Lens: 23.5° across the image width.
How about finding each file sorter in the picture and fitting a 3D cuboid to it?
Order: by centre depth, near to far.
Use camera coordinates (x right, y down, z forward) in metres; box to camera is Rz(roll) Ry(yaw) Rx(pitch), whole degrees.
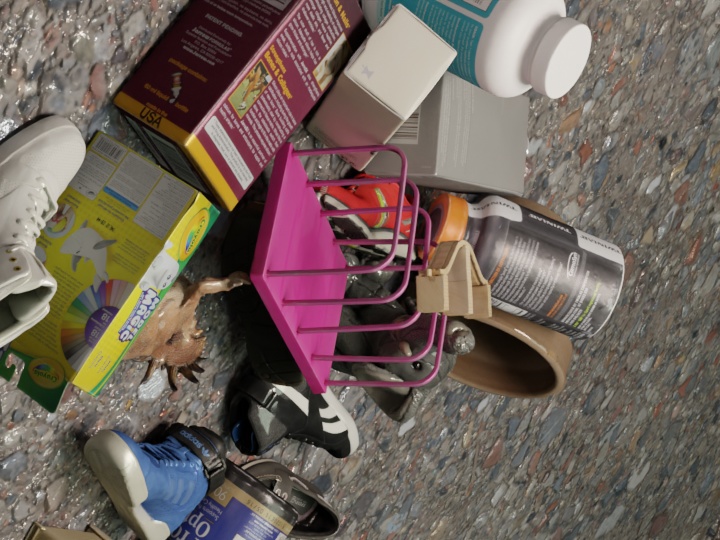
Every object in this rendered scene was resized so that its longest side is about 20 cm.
[{"bbox_3d":[0.000,0.000,1.533,0.201,0.124,0.140,65,29,-53],"label":"file sorter"}]

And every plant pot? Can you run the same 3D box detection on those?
[{"bbox_3d":[0.157,0.020,1.903,0.201,0.198,0.176,66,43,-57],"label":"plant pot"}]

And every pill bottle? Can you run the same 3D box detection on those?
[{"bbox_3d":[0.106,-0.225,1.542,0.111,0.199,0.111,-39,146,-32],"label":"pill bottle"},{"bbox_3d":[-0.158,0.290,1.696,0.201,0.111,0.112,-55,152,-9],"label":"pill bottle"},{"bbox_3d":[0.158,-0.011,1.746,0.198,0.106,0.107,21,102,-17],"label":"pill bottle"}]

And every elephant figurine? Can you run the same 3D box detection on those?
[{"bbox_3d":[0.039,0.079,1.723,0.155,0.199,0.143,2,115,-59],"label":"elephant figurine"}]

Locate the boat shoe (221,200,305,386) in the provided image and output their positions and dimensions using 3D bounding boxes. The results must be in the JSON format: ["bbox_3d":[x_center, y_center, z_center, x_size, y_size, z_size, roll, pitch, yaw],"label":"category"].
[{"bbox_3d":[-0.078,0.015,1.614,0.074,0.075,0.201,-56,150,-43],"label":"boat shoe"}]

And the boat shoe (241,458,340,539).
[{"bbox_3d":[-0.079,0.248,1.844,0.067,0.057,0.200,-59,152,-1],"label":"boat shoe"}]

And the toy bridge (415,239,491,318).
[{"bbox_3d":[0.085,0.007,1.553,0.200,0.027,0.068,13,74,-73],"label":"toy bridge"}]

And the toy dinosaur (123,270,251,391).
[{"bbox_3d":[-0.182,0.044,1.461,0.199,0.086,0.136,-4,127,-51],"label":"toy dinosaur"}]

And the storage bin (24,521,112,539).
[{"bbox_3d":[-0.243,0.359,1.528,0.200,0.199,0.094,-60,151,2],"label":"storage bin"}]

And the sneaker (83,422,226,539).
[{"bbox_3d":[-0.180,0.171,1.580,0.111,0.077,0.201,-43,152,-18],"label":"sneaker"}]

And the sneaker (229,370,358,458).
[{"bbox_3d":[-0.077,0.156,1.756,0.112,0.073,0.201,-46,141,-17],"label":"sneaker"}]

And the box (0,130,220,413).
[{"bbox_3d":[-0.210,0.005,1.335,0.201,0.117,0.048,-55,151,-7],"label":"box"}]

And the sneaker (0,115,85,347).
[{"bbox_3d":[-0.245,-0.019,1.256,0.200,0.115,0.074,-49,149,-22],"label":"sneaker"}]

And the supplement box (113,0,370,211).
[{"bbox_3d":[-0.092,-0.167,1.396,0.201,0.085,0.111,-53,152,-13],"label":"supplement box"}]

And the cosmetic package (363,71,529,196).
[{"bbox_3d":[0.089,-0.134,1.697,0.200,0.089,0.108,11,83,-62],"label":"cosmetic package"}]

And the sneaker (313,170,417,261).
[{"bbox_3d":[-0.002,-0.067,1.679,0.200,0.076,0.086,23,77,-63],"label":"sneaker"}]

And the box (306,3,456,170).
[{"bbox_3d":[0.015,-0.155,1.505,0.082,0.068,0.200,-52,-177,-13],"label":"box"}]
